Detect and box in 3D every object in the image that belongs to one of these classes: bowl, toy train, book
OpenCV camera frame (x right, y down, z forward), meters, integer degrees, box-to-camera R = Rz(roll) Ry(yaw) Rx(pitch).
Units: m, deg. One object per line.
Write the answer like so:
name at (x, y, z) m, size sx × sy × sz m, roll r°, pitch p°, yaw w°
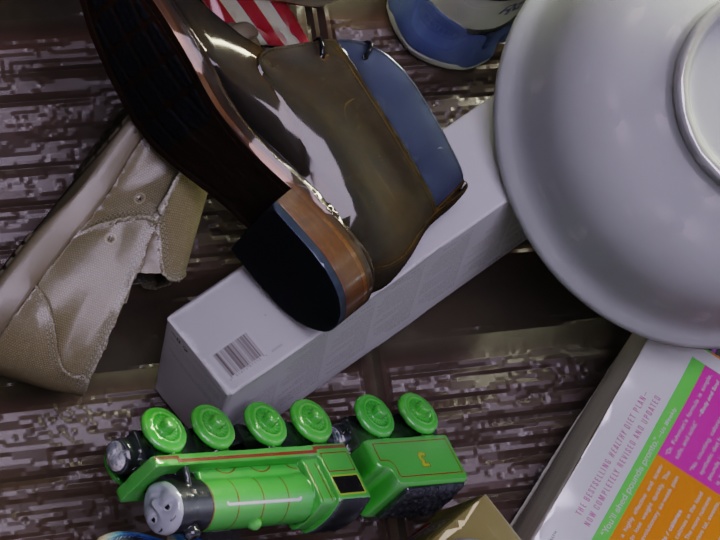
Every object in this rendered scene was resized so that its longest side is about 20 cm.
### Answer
bowl at (0.166, -0.069, 1.285) m, size 0.201 × 0.090 × 0.201 m, roll 2°, pitch 82°, yaw -17°
toy train at (-0.030, 0.088, 1.266) m, size 0.200 × 0.042 × 0.056 m, roll -1°, pitch 56°, yaw -47°
book at (0.184, 0.129, 1.354) m, size 0.200 × 0.048 × 0.134 m, roll 34°, pitch 83°, yaw -10°

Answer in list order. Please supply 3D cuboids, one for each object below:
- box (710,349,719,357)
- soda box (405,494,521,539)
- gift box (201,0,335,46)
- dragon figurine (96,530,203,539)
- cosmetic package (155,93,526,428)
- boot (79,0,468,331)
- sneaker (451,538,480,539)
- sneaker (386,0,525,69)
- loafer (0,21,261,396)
box at (0.213, -0.038, 1.419) m, size 0.143 × 0.036 × 0.200 m, roll 9°, pitch 75°, yaw -15°
soda box at (0.085, 0.201, 1.309) m, size 0.064 × 0.068 × 0.200 m, roll -39°, pitch 92°, yaw -22°
gift box at (-0.038, -0.213, 1.302) m, size 0.200 × 0.187 × 0.185 m, roll 12°, pitch 72°, yaw -35°
dragon figurine at (-0.042, 0.153, 1.243) m, size 0.099 × 0.200 × 0.059 m, roll 16°, pitch 67°, yaw 26°
cosmetic package at (0.000, 0.000, 1.315) m, size 0.200 × 0.083 × 0.051 m, roll -35°, pitch 73°, yaw -21°
boot at (-0.039, -0.079, 1.256) m, size 0.097 × 0.075 × 0.200 m, roll -36°, pitch 94°, yaw -31°
sneaker at (0.040, 0.215, 1.223) m, size 0.078 × 0.079 × 0.200 m, roll 13°, pitch 86°, yaw -13°
sneaker at (0.095, -0.191, 1.371) m, size 0.080 × 0.115 × 0.200 m, roll 33°, pitch 71°, yaw -9°
loafer at (-0.100, -0.025, 1.300) m, size 0.067 × 0.076 × 0.200 m, roll 40°, pitch 78°, yaw -9°
